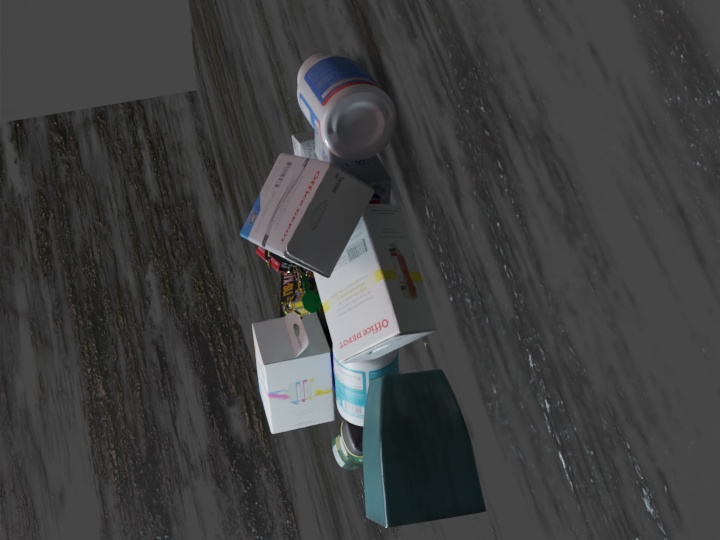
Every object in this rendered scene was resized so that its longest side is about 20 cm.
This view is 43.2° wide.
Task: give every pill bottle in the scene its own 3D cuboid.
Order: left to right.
[{"bbox_3d":[-0.029,-0.248,1.324,0.200,0.112,0.112,-119,21,-54],"label":"pill bottle"},{"bbox_3d":[0.010,0.161,1.545,0.111,0.111,0.200,-118,20,-50],"label":"pill bottle"}]

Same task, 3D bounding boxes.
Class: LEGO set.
[{"bbox_3d":[-0.090,-0.012,1.510,0.116,0.154,0.200,-15,95,54],"label":"LEGO set"}]

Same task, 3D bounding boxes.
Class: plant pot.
[{"bbox_3d":[0.075,0.245,1.290,0.141,0.141,0.200,140,123,-76],"label":"plant pot"}]

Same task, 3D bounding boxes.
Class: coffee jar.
[{"bbox_3d":[0.008,0.315,1.717,0.200,0.104,0.085,113,140,-67],"label":"coffee jar"}]

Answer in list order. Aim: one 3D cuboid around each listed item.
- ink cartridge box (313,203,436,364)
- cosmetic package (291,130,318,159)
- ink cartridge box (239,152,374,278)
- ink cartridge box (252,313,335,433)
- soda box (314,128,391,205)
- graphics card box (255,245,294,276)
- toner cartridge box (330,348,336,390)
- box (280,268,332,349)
[{"bbox_3d":[0.013,0.021,1.337,0.145,0.083,0.200,-30,69,44],"label":"ink cartridge box"},{"bbox_3d":[-0.068,-0.153,1.657,0.051,0.082,0.200,-129,29,-59],"label":"cosmetic package"},{"bbox_3d":[-0.082,-0.084,1.323,0.145,0.084,0.200,-63,27,-1],"label":"ink cartridge box"},{"bbox_3d":[-0.126,0.178,1.692,0.129,0.125,0.200,-116,19,-52],"label":"ink cartridge box"},{"bbox_3d":[-0.014,-0.166,1.434,0.200,0.068,0.063,-117,22,-47],"label":"soda box"},{"bbox_3d":[-0.127,-0.101,1.775,0.125,0.051,0.200,36,105,58],"label":"graphics card box"},{"bbox_3d":[-0.017,0.182,1.719,0.200,0.095,0.043,115,141,-69],"label":"toner cartridge box"},{"bbox_3d":[-0.103,0.060,1.835,0.160,0.049,0.200,52,-155,-41],"label":"box"}]
